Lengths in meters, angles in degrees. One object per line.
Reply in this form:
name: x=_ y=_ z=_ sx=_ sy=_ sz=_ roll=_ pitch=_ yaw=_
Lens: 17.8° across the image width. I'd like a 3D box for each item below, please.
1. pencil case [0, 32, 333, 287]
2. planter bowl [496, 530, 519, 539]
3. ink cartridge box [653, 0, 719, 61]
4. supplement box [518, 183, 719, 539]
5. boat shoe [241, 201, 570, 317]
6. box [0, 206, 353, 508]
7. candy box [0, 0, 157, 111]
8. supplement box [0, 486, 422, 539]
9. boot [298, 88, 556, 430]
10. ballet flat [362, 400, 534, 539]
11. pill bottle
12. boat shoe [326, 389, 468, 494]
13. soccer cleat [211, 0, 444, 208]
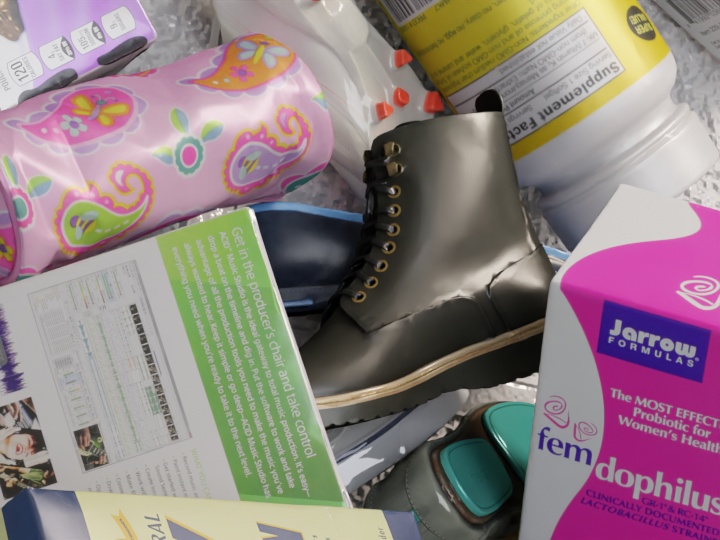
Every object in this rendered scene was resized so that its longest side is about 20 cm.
pencil case: x=-0.110 y=-0.050 z=1.075 sx=0.200 sy=0.087 sz=0.087 roll=-23 pitch=90 yaw=-38
planter bowl: x=0.086 y=0.216 z=1.151 sx=0.200 sy=0.083 sz=0.201 roll=5 pitch=78 yaw=-22
ink cartridge box: x=0.194 y=-0.208 z=1.240 sx=0.200 sy=0.146 sz=0.084 roll=40 pitch=68 yaw=-12
supplement box: x=0.140 y=0.076 z=1.073 sx=0.101 sy=0.200 sz=0.103 roll=16 pitch=34 yaw=19
boat shoe: x=0.025 y=0.014 z=1.173 sx=0.200 sy=0.084 sz=0.069 roll=7 pitch=77 yaw=-5
box: x=-0.119 y=0.071 z=0.997 sx=0.200 sy=0.036 sz=0.144 roll=-18 pitch=79 yaw=-3
candy box: x=-0.226 y=-0.132 z=1.086 sx=0.200 sy=0.072 sz=0.168 roll=-31 pitch=93 yaw=-25
supplement box: x=-0.092 y=0.194 z=0.925 sx=0.200 sy=0.200 sz=0.134 roll=9 pitch=52 yaw=-43
boot: x=0.000 y=0.000 z=1.085 sx=0.200 sy=0.077 sz=0.138 roll=-15 pitch=90 yaw=-33
ballet flat: x=0.055 y=0.107 z=1.145 sx=0.067 sy=0.064 sz=0.200 roll=58 pitch=21 yaw=11
pill bottle: x=0.093 y=-0.116 z=1.198 sx=0.114 sy=0.114 sz=0.200 roll=-38 pitch=97 yaw=-24
boat shoe: x=-0.037 y=0.088 z=1.132 sx=0.200 sy=0.072 sz=0.066 roll=-30 pitch=91 yaw=-20
soccer cleat: x=-0.019 y=-0.100 z=1.179 sx=0.200 sy=0.078 sz=0.069 roll=59 pitch=44 yaw=-25
